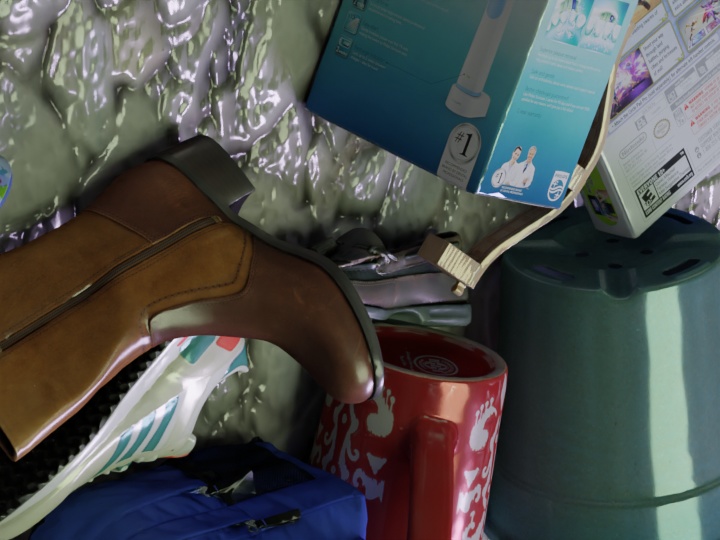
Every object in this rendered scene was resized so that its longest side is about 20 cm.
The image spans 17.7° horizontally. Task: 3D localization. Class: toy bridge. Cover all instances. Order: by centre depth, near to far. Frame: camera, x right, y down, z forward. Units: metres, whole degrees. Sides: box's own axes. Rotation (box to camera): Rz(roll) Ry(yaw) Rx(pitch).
[{"bbox_3d":[0.110,-0.071,1.425,0.067,0.027,0.200,33,87,-33],"label":"toy bridge"}]

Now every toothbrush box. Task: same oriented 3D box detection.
[{"bbox_3d":[0.073,-0.156,1.329,0.085,0.146,0.201,6,107,-49],"label":"toothbrush box"}]

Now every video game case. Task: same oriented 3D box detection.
[{"bbox_3d":[0.199,-0.153,1.508,0.200,0.045,0.182,-40,121,-24],"label":"video game case"}]

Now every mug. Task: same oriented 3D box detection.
[{"bbox_3d":[0.036,0.151,1.455,0.133,0.177,0.201,-1,108,-39],"label":"mug"}]

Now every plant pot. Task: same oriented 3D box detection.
[{"bbox_3d":[0.172,0.071,1.547,0.200,0.200,0.197,-22,119,-37],"label":"plant pot"}]

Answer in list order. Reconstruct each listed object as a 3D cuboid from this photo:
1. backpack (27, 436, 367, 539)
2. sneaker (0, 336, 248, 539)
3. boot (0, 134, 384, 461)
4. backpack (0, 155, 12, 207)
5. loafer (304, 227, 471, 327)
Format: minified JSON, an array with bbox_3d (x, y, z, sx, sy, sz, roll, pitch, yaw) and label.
[{"bbox_3d":[-0.093,0.195,1.347,0.200,0.168,0.163,-6,107,-42],"label":"backpack"},{"bbox_3d":[-0.136,0.093,1.310,0.200,0.070,0.094,-48,133,-19],"label":"sneaker"},{"bbox_3d":[-0.108,0.037,1.231,0.200,0.188,0.068,-34,172,-31],"label":"boot"},{"bbox_3d":[-0.265,-0.018,1.027,0.200,0.183,0.147,-51,119,-26],"label":"backpack"},{"bbox_3d":[0.000,0.000,1.417,0.200,0.072,0.063,7,87,-55],"label":"loafer"}]
